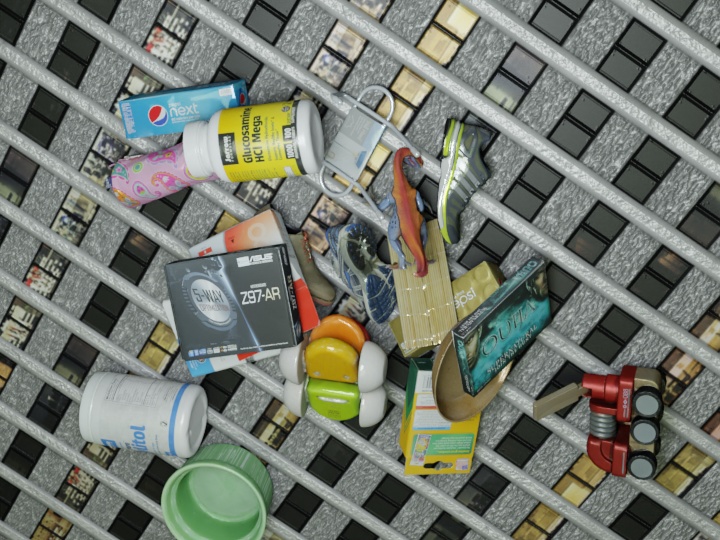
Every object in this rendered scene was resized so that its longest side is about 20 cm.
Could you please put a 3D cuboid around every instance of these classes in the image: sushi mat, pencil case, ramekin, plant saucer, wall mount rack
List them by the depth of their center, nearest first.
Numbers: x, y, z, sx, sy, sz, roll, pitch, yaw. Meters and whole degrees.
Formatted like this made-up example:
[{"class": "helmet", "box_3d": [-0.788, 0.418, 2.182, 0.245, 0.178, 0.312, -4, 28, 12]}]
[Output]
[{"class": "wall mount rack", "box_3d": [0.004, -0.182, 1.528, 0.173, 0.075, 0.201, 34, 114, 11]}, {"class": "plant saucer", "box_3d": [0.174, 0.144, 1.550, 0.035, 0.199, 0.202, 26, 118, 39]}, {"class": "sushi mat", "box_3d": [0.101, 0.023, 1.577, 0.095, 0.012, 0.202, -13, 78, 18]}, {"class": "pencil case", "box_3d": [-0.315, -0.167, 1.601, 0.198, 0.088, 0.088, -15, 107, 17]}, {"class": "ramekin", "box_3d": [-0.257, 0.419, 1.796, 0.198, 0.098, 0.202, 4, 110, 10]}]

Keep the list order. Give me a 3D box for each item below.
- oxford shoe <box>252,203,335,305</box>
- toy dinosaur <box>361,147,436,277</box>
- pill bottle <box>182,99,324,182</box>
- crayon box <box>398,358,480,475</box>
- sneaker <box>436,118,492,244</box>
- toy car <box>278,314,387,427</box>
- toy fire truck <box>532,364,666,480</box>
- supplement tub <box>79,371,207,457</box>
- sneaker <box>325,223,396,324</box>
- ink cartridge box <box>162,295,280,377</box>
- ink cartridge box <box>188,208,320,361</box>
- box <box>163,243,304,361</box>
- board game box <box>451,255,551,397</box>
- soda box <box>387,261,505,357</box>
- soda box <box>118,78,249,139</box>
[{"class": "oxford shoe", "box_3d": [-0.107, -0.025, 1.621, 0.200, 0.071, 0.075, 43, 109, -7]}, {"class": "toy dinosaur", "box_3d": [0.084, -0.098, 1.518, 0.104, 0.200, 0.183, -7, 102, -21]}, {"class": "pill bottle", "box_3d": [-0.162, -0.193, 1.479, 0.198, 0.113, 0.113, -5, 109, 10]}, {"class": "crayon box", "box_3d": [0.137, 0.248, 1.661, 0.125, 0.052, 0.202, 1, 111, -15]}, {"class": "sneaker", "box_3d": [0.162, -0.135, 1.529, 0.080, 0.074, 0.202, 6, 112, 5]}, {"class": "toy car", "box_3d": [-0.037, 0.158, 1.628, 0.173, 0.151, 0.201, 6, 134, 9]}, {"class": "toy fire truck", "box_3d": [0.393, 0.248, 1.607, 0.198, 0.129, 0.178, 7, 112, 21]}, {"class": "supplement tub", "box_3d": [-0.385, 0.257, 1.745, 0.198, 0.132, 0.133, 6, 111, 8]}, {"class": "sneaker", "box_3d": [0.000, 0.000, 1.613, 0.085, 0.077, 0.201, 17, 139, 45]}, {"class": "ink cartridge box", "box_3d": [-0.215, 0.081, 1.671, 0.198, 0.084, 0.146, -16, 104, 16]}, {"class": "ink cartridge box", "box_3d": [-0.173, 0.024, 1.571, 0.161, 0.050, 0.201, -24, 77, 15]}, {"class": "box", "box_3d": [-0.201, 0.051, 1.546, 0.198, 0.044, 0.162, -8, 98, 14]}, {"class": "board game box", "box_3d": [0.224, 0.087, 1.524, 0.028, 0.200, 0.136, 27, 146, 39]}, {"class": "soda box", "box_3d": [0.149, 0.065, 1.596, 0.199, 0.064, 0.068, -34, 71, 19]}, {"class": "soda box", "box_3d": [-0.282, -0.260, 1.568, 0.198, 0.068, 0.065, -5, 109, 13]}]
